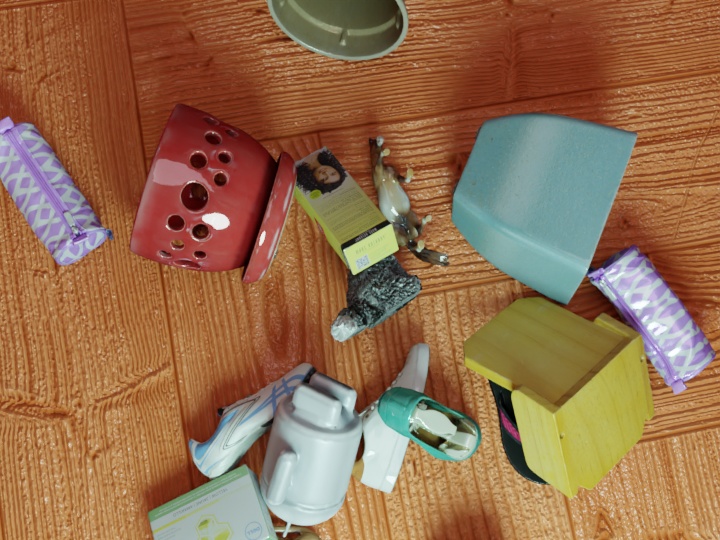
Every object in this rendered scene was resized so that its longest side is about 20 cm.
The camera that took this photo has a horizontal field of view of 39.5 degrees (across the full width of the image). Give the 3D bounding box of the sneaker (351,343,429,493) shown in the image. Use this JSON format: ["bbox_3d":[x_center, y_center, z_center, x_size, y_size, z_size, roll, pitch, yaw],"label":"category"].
[{"bbox_3d":[0.034,0.183,1.325,0.083,0.073,0.203,19,75,4],"label":"sneaker"}]

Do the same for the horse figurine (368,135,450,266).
[{"bbox_3d":[0.055,-0.091,1.367,0.049,0.132,0.203,-24,95,-13],"label":"horse figurine"}]

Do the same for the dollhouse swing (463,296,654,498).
[{"bbox_3d":[0.255,0.159,1.337,0.199,0.174,0.184,-34,119,-34],"label":"dollhouse swing"}]

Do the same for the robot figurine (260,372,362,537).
[{"bbox_3d":[-0.063,0.233,1.260,0.112,0.169,0.203,23,111,25],"label":"robot figurine"}]

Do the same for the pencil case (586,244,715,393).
[{"bbox_3d":[0.396,0.061,1.367,0.085,0.084,0.201,-31,80,-45],"label":"pencil case"}]

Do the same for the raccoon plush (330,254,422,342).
[{"bbox_3d":[0.000,0.000,1.312,0.096,0.200,0.135,-37,82,22],"label":"raccoon plush"}]

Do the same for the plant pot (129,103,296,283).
[{"bbox_3d":[-0.185,-0.093,1.300,0.180,0.200,0.204,17,78,-9],"label":"plant pot"}]

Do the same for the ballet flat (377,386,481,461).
[{"bbox_3d":[0.105,0.206,1.277,0.199,0.070,0.068,30,82,-39],"label":"ballet flat"}]

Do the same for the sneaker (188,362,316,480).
[{"bbox_3d":[-0.140,0.185,1.312,0.200,0.072,0.073,-42,76,-15],"label":"sneaker"}]

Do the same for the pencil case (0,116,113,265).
[{"bbox_3d":[-0.419,-0.102,1.334,0.083,0.086,0.201,-36,83,-9],"label":"pencil case"}]

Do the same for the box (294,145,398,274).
[{"bbox_3d":[-0.029,-0.083,1.329,0.075,0.050,0.200,-29,47,-10],"label":"box"}]

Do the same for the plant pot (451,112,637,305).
[{"bbox_3d":[0.230,-0.097,1.345,0.197,0.197,0.198,21,78,9],"label":"plant pot"}]

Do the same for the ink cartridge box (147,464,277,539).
[{"bbox_3d":[-0.169,0.363,1.236,0.144,0.048,0.202,-25,57,1],"label":"ink cartridge box"}]

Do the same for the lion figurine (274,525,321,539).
[{"bbox_3d":[-0.064,0.399,1.275,0.121,0.073,0.203,-14,78,-11],"label":"lion figurine"}]

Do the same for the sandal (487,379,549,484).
[{"bbox_3d":[0.219,0.194,1.353,0.074,0.045,0.203,-19,81,-10],"label":"sandal"}]

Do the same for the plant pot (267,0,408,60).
[{"bbox_3d":[-0.014,-0.429,1.395,0.197,0.201,0.186,14,66,-2],"label":"plant pot"}]
